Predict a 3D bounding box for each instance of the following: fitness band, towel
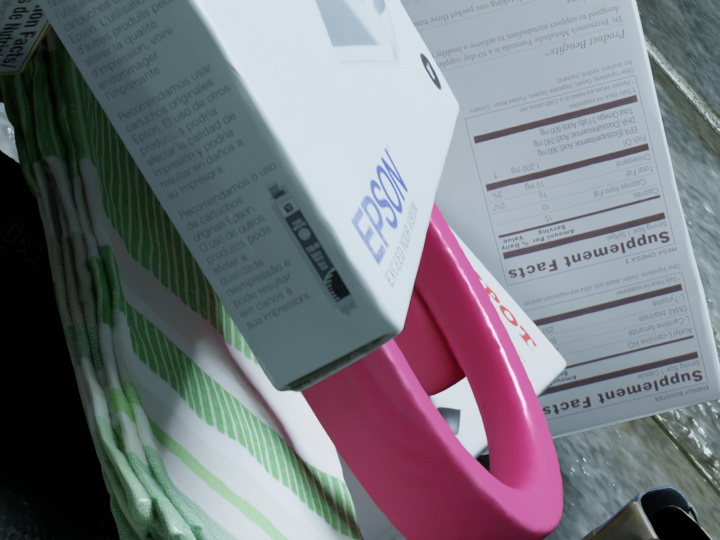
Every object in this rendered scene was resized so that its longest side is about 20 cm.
[{"bbox_3d":[0.000,0.000,0.738,0.201,0.037,0.144,58,14,-3],"label":"fitness band"},{"bbox_3d":[-0.039,0.027,0.660,0.153,0.023,0.201,46,18,-48],"label":"towel"}]

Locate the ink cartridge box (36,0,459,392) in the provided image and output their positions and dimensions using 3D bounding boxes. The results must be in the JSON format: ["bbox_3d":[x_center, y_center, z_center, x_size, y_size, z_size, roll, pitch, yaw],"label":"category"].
[{"bbox_3d":[-0.043,-0.092,0.628,0.201,0.040,0.200,57,16,-14],"label":"ink cartridge box"}]

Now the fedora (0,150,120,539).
[{"bbox_3d":[-0.132,0.035,0.640,0.200,0.092,0.201,38,24,-20],"label":"fedora"}]

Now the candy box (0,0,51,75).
[{"bbox_3d":[-0.179,-0.105,0.586,0.199,0.055,0.116,-7,64,-34],"label":"candy box"}]

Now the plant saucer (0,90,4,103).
[{"bbox_3d":[-0.184,-0.093,0.706,0.199,0.031,0.200,19,4,-1],"label":"plant saucer"}]

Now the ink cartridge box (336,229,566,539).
[{"bbox_3d":[-0.021,0.028,0.863,0.146,0.084,0.200,49,23,3],"label":"ink cartridge box"}]

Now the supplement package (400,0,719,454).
[{"bbox_3d":[0.074,-0.042,0.989,0.114,0.109,0.202,-70,146,-77],"label":"supplement package"}]

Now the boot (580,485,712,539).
[{"bbox_3d":[0.123,0.139,0.919,0.199,0.097,0.075,16,38,-52],"label":"boot"}]
